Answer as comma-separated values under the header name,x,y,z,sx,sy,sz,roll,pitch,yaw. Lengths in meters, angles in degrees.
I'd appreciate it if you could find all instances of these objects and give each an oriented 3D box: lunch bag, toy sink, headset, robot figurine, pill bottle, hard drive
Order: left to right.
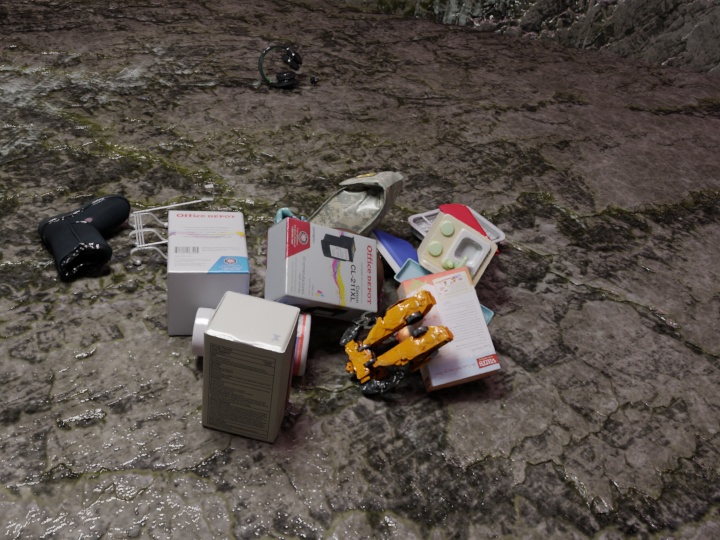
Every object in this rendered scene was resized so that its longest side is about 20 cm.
name,x,y,z,sx,sy,sz,roll,pitch,yaw
pill bottle,-0.189,0.118,1.312,0.196,0.114,0.113,7,35,-4
headset,-0.225,-0.632,2.361,0.197,0.125,0.094,16,12,-18
lunch bag,-0.002,-0.136,1.589,0.118,0.200,0.164,48,21,2
robot figurine,0.059,0.129,1.318,0.058,0.199,0.147,21,40,-61
hard drive,0.110,-0.001,1.565,0.131,0.025,0.201,18,29,-48
toy sink,0.199,-0.042,1.550,0.129,0.113,0.200,30,10,-1

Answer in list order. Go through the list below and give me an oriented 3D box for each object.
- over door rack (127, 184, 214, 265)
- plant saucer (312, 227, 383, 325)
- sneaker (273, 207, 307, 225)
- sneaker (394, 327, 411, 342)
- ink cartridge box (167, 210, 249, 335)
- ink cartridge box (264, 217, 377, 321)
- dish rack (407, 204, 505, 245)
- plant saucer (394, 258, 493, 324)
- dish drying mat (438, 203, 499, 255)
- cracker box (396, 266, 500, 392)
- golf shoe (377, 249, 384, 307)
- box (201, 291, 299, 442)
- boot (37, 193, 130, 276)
name,x,y,z,sx,sy,sz,roll,pitch,yaw
over door rack,-0.385,-0.089,1.573,0.197,0.067,0.148,-20,41,-6
plant saucer,-0.052,0.005,1.477,0.197,0.035,0.204,0,72,1
sneaker,-0.127,-0.063,1.603,0.077,0.087,0.199,-23,47,-38
sneaker,0.152,0.124,1.452,0.198,0.073,0.078,-16,67,-30
ink cartridge box,-0.291,0.001,1.417,0.144,0.148,0.201,0,36,-14
ink cartridge box,-0.068,0.001,1.365,0.198,0.082,0.148,12,68,-33
dish rack,0.223,-0.084,1.766,0.198,0.044,0.171,-17,43,-34
plant saucer,0.160,0.053,1.450,0.198,0.019,0.070,33,47,10
dish drying mat,0.250,-0.098,1.739,0.076,0.018,0.201,-2,37,-18
cracker box,0.158,0.106,1.371,0.132,0.058,0.203,-11,71,-13
golf shoe,0.000,0.000,1.564,0.090,0.076,0.201,2,34,-5
box,-0.175,0.154,1.187,0.126,0.202,0.110,13,35,3
boot,-0.530,-0.069,1.508,0.198,0.077,0.168,-24,43,-29
